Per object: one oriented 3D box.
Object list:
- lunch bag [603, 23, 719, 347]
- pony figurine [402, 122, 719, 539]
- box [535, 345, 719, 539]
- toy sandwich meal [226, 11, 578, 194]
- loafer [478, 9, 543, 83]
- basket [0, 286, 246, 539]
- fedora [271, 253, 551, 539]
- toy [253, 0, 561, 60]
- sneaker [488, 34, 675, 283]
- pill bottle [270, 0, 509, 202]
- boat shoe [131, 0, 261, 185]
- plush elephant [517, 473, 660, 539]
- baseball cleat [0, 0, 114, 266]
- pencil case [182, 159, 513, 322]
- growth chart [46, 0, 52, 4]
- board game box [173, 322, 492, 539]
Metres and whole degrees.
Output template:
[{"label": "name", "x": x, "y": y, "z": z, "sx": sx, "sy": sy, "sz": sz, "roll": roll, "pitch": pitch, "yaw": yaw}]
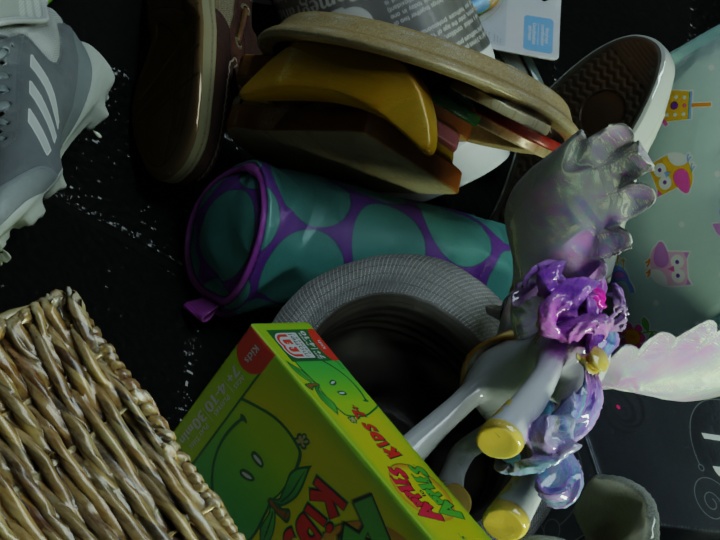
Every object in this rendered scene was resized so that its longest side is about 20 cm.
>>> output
[{"label": "lunch bag", "x": 0.216, "y": -0.037, "z": 1.691, "sx": 0.122, "sy": 0.200, "sz": 0.171, "roll": -3, "pitch": 59, "yaw": -47}, {"label": "pony figurine", "x": 0.099, "y": 0.040, "z": 1.364, "sx": 0.167, "sy": 0.193, "sz": 0.200, "roll": 49, "pitch": 46, "yaw": -15}, {"label": "box", "x": 0.164, "y": 0.123, "z": 1.571, "sx": 0.200, "sy": 0.106, "sz": 0.122, "roll": 9, "pitch": 51, "yaw": -40}, {"label": "toy sandwich meal", "x": 0.020, "y": -0.080, "z": 1.488, "sx": 0.205, "sy": 0.205, "sz": 0.070, "roll": 22, "pitch": 82, "yaw": -31}, {"label": "loafer", "x": 0.045, "y": -0.152, "z": 1.745, "sx": 0.063, "sy": 0.072, "sz": 0.200, "roll": -18, "pitch": 63, "yaw": -31}, {"label": "basket", "x": -0.147, "y": 0.136, "z": 1.277, "sx": 0.143, "sy": 0.149, "sz": 0.200, "roll": -33, "pitch": 82, "yaw": -21}, {"label": "fedora", "x": 0.011, "y": 0.091, "z": 1.455, "sx": 0.177, "sy": 0.090, "sz": 0.200, "roll": 46, "pitch": 42, "yaw": -1}, {"label": "toy", "x": 0.032, "y": -0.203, "z": 1.709, "sx": 0.200, "sy": 0.047, "sz": 0.115, "roll": 9, "pitch": 55, "yaw": -4}, {"label": "sneaker", "x": 0.132, "y": -0.046, "z": 1.646, "sx": 0.073, "sy": 0.200, "sz": 0.085, "roll": 35, "pitch": 5, "yaw": 38}, {"label": "pill bottle", "x": 0.013, "y": -0.144, "z": 1.627, "sx": 0.111, "sy": 0.111, "sz": 0.200, "roll": -39, "pitch": 107, "yaw": -54}, {"label": "boat shoe", "x": -0.083, "y": -0.118, "z": 1.571, "sx": 0.072, "sy": 0.072, "sz": 0.200, "roll": 27, "pitch": 35, "yaw": -25}, {"label": "plush elephant", "x": 0.111, "y": 0.196, "z": 1.390, "sx": 0.155, "sy": 0.200, "sz": 0.165, "roll": -135, "pitch": -146, "yaw": -79}, {"label": "baseball cleat", "x": -0.191, "y": -0.080, "z": 1.421, "sx": 0.106, "sy": 0.070, "sz": 0.200, "roll": 51, "pitch": 24, "yaw": -16}, {"label": "pencil case", "x": 0.000, "y": 0.000, "z": 1.532, "sx": 0.200, "sy": 0.093, "sz": 0.085, "roll": 15, "pitch": 12, "yaw": -36}, {"label": "growth chart", "x": -0.251, "y": -0.200, "z": 1.514, "sx": 0.200, "sy": 0.018, "sz": 0.145, "roll": 41, "pitch": 38, "yaw": -9}, {"label": "board game box", "x": -0.007, "y": 0.129, "z": 1.298, "sx": 0.200, "sy": 0.102, "sz": 0.048, "roll": 49, "pitch": 26, "yaw": 26}]
